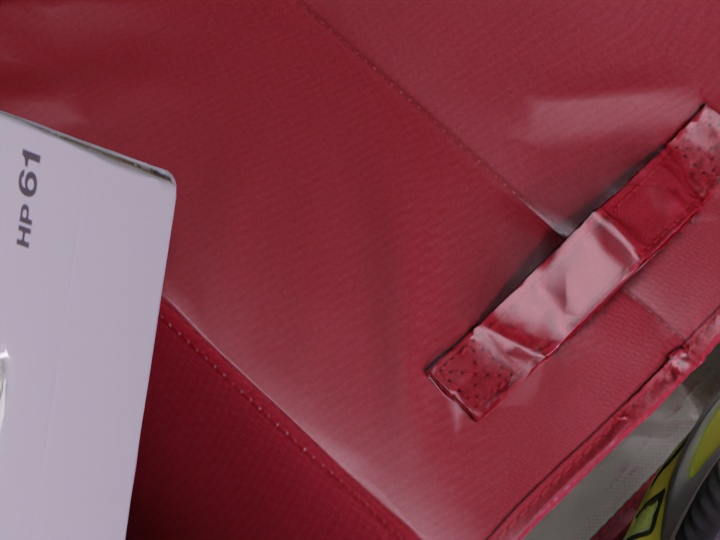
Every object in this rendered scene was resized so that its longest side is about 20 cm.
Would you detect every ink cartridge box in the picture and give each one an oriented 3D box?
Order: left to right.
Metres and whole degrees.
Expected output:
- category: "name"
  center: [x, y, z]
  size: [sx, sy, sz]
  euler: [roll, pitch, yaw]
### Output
- category: "ink cartridge box"
  center: [-0.149, 0.037, 0.644]
  size: [0.199, 0.085, 0.145]
  euler: [4, 82, 31]

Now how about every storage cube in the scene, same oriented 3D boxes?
- category: "storage cube"
  center: [0.000, 0.000, 0.762]
  size: [0.180, 0.200, 0.171]
  euler: [43, 65, 11]

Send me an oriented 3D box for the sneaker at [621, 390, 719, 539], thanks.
- category: "sneaker"
  center: [0.089, 0.102, 0.762]
  size: [0.075, 0.200, 0.077]
  euler: [27, 30, -5]
